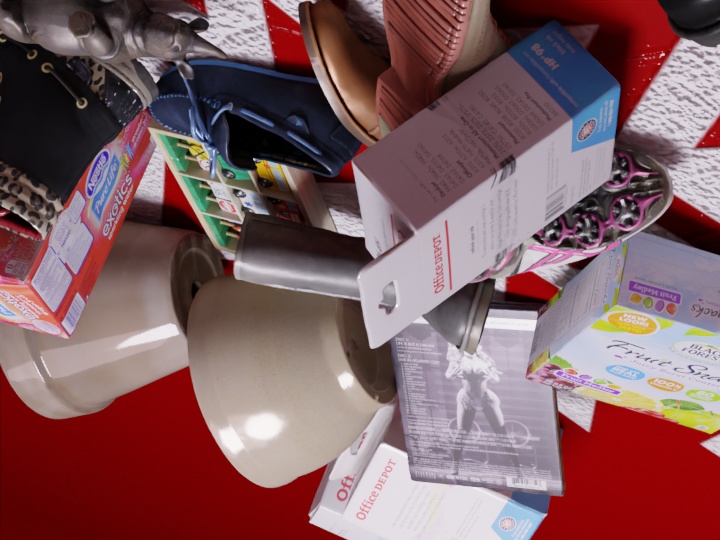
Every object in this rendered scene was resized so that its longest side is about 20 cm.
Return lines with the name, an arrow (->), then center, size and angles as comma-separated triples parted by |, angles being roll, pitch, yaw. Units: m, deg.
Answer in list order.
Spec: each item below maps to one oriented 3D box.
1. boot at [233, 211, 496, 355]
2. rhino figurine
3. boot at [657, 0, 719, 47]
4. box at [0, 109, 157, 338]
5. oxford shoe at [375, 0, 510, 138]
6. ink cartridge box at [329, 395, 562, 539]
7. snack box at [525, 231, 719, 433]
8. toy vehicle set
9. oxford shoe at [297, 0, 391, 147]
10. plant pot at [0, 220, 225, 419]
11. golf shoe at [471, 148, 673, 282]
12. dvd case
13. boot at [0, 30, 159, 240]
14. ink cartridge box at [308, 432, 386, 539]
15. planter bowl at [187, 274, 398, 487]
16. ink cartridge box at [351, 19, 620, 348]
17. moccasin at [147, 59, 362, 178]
boot -> -0.001, 0.002, 1.200 | 0.198, 0.073, 0.182 | 17, -176, -7
rhino figurine -> -0.183, -0.178, 1.082 | 0.198, 0.060, 0.087 | 16, 176, 15
boot -> 0.151, -0.200, 0.695 | 0.156, 0.080, 0.211 | 21, 147, -12
box -> -0.248, -0.062, 1.218 | 0.094, 0.202, 0.100 | 12, 155, 18
oxford shoe -> 0.058, -0.147, 0.944 | 0.071, 0.073, 0.201 | 55, 154, 25
ink cartridge box -> 0.080, 0.196, 1.521 | 0.198, 0.126, 0.129 | 25, 131, -2
snack box -> 0.236, 0.051, 1.157 | 0.167, 0.068, 0.200 | 16, 157, -7
toy vehicle set -> -0.091, -0.064, 1.290 | 0.123, 0.027, 0.201 | 14, 155, 20
oxford shoe -> 0.024, -0.119, 1.041 | 0.071, 0.072, 0.200 | -23, 135, 21
plant pot -> -0.225, 0.031, 1.452 | 0.172, 0.202, 0.200 | -9, 145, 22
golf shoe -> 0.146, -0.043, 1.083 | 0.091, 0.074, 0.199 | -5, 172, -43
dvd case -> 0.103, 0.112, 1.362 | 0.147, 0.016, 0.202 | 3, 123, 20
boot -> -0.270, -0.122, 1.154 | 0.202, 0.155, 0.074 | 24, 162, 22
ink cartridge box -> 0.061, 0.235, 1.642 | 0.198, 0.146, 0.088 | 23, 157, 0
planter bowl -> -0.047, 0.083, 1.389 | 0.134, 0.202, 0.200 | -18, 139, 23
ink cartridge box -> 0.063, -0.052, 0.949 | 0.067, 0.199, 0.116 | 49, 167, 24
moccasin -> -0.087, -0.110, 1.130 | 0.198, 0.069, 0.081 | 7, 153, 38
